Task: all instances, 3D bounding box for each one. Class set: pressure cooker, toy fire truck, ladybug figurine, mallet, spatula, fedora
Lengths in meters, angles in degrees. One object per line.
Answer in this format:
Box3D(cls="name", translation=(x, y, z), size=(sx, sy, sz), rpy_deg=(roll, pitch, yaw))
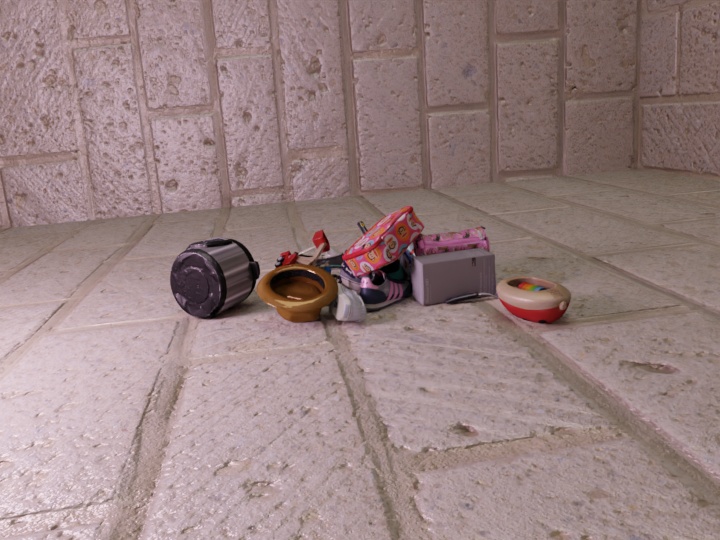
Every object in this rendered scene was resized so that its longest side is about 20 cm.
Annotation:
Box3D(cls="pressure cooker", translation=(-0.360, 0.013, 1.706), size=(0.175, 0.180, 0.199), rpy_deg=(41, 28, 12))
Box3D(cls="toy fire truck", translation=(-0.162, -0.020, 1.838), size=(0.138, 0.049, 0.202), rpy_deg=(-17, 33, 20))
Box3D(cls="ladybug figurine", translation=(0.376, 0.065, 1.474), size=(0.132, 0.074, 0.199), rpy_deg=(-10, 14, -20))
Box3D(cls="mallet", translation=(0.030, -0.062, 1.814), size=(0.065, 0.042, 0.201), rpy_deg=(-15, 48, -29))
Box3D(cls="spatula", translation=(0.296, 0.061, 1.630), size=(0.194, 0.021, 0.057), rpy_deg=(-6, 15, -6))
Box3D(cls="fedora", translation=(-0.146, 0.062, 1.580), size=(0.194, 0.084, 0.202), rpy_deg=(-1, 33, 1))

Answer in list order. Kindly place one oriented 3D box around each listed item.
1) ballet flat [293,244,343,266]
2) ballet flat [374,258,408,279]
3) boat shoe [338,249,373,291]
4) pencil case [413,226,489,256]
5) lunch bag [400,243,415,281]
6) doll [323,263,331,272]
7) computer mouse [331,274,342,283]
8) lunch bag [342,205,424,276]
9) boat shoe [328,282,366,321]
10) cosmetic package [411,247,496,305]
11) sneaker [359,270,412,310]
Box3D(cls="ballet flat", translation=(-0.116, -0.040, 2.072), size=(0.194, 0.070, 0.068), rpy_deg=(-7, 13, -11))
Box3D(cls="ballet flat", translation=(0.103, -0.003, 1.867), size=(0.197, 0.071, 0.071), rpy_deg=(-19, 2, -36))
Box3D(cls="boat shoe", translation=(0.000, 0.000, 1.788), size=(0.073, 0.096, 0.199), rpy_deg=(7, 7, -30))
Box3D(cls="pencil case", translation=(0.231, -0.064, 1.733), size=(0.194, 0.088, 0.084), rpy_deg=(-7, 39, -14))
Box3D(cls="lunch bag", translation=(0.214, -0.022, 1.805), size=(0.195, 0.077, 0.161), rpy_deg=(-11, 42, -22))
Box3D(cls="doll", translation=(-0.135, 0.020, 1.858), size=(0.135, 0.050, 0.198), rpy_deg=(-33, 29, -31))
Box3D(cls="computer mouse", translation=(-0.121, 0.059, 1.691), size=(0.197, 0.035, 0.058), rpy_deg=(-24, 41, -36))
Box3D(cls="lunch bag", translation=(0.051, -0.069, 1.701), size=(0.200, 0.083, 0.175), rpy_deg=(-44, 13, -33))
Box3D(cls="boat shoe", translation=(-0.029, 0.080, 1.580), size=(0.070, 0.072, 0.201), rpy_deg=(13, 8, -14))
Box3D(cls="cosmetic package", translation=(0.227, 0.013, 1.664), size=(0.195, 0.110, 0.090), rpy_deg=(-10, 16, -16))
Box3D(cls="sneaker", translation=(0.068, 0.035, 1.672), size=(0.069, 0.084, 0.198), rpy_deg=(4, 16, 34))
